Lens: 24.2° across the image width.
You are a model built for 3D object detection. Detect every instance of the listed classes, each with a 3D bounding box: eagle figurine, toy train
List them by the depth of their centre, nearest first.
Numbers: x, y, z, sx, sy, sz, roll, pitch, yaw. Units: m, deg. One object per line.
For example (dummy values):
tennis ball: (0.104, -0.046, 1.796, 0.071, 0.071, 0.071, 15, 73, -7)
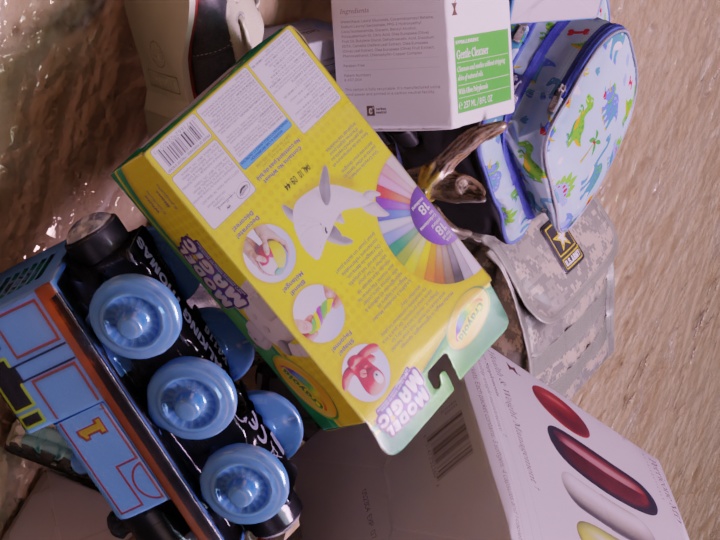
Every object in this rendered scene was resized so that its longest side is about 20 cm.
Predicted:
toy train: (-0.111, 0.066, 0.868, 0.200, 0.114, 0.087, 60, 17, -19)
eagle figurine: (-0.006, -0.004, 1.016, 0.200, 0.151, 0.152, -58, 168, -48)

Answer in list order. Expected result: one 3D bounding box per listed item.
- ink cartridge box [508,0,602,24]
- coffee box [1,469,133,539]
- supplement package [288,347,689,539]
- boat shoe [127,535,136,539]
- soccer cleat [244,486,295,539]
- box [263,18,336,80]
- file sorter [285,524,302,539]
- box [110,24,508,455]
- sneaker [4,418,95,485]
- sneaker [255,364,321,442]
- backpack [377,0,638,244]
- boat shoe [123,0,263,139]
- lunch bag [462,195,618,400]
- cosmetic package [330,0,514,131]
ink cartridge box: (0.109, -0.273, 1.119, 0.116, 0.067, 0.200, 97, -17, -49)
coffee box: (-0.152, 0.220, 1.018, 0.113, 0.080, 0.200, -60, 152, -21)
supplement package: (0.087, 0.174, 0.988, 0.200, 0.191, 0.147, 34, 115, -31)
boat shoe: (-0.122, 0.247, 0.930, 0.071, 0.064, 0.200, -9, 116, -60)
soccer cleat: (-0.077, 0.177, 0.980, 0.069, 0.085, 0.200, -9, 89, -36)
box: (-0.069, -0.048, 1.045, 0.156, 0.041, 0.200, -24, 129, -57)
file sorter: (-0.019, 0.266, 1.119, 0.200, 0.125, 0.139, -47, -162, 16)
box: (-0.018, -0.011, 0.855, 0.200, 0.048, 0.117, 51, 60, -11)
sneaker: (-0.124, 0.093, 0.994, 0.086, 0.078, 0.200, -69, 155, -10)
sneaker: (-0.010, 0.099, 1.169, 0.074, 0.088, 0.200, -42, 158, -6)
backpack: (0.123, -0.136, 1.242, 0.200, 0.147, 0.183, -65, 156, -19)
boat shoe: (-0.082, -0.125, 0.897, 0.063, 0.071, 0.200, -22, 120, -29)
lunch bag: (0.141, 0.018, 1.423, 0.164, 0.118, 0.200, -41, 136, -46)
cosmetic package: (0.036, -0.192, 1.042, 0.108, 0.085, 0.200, -25, 114, -60)
